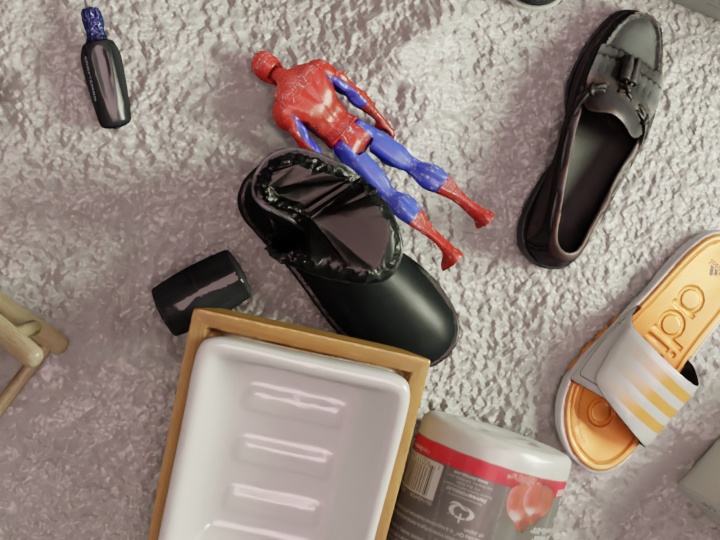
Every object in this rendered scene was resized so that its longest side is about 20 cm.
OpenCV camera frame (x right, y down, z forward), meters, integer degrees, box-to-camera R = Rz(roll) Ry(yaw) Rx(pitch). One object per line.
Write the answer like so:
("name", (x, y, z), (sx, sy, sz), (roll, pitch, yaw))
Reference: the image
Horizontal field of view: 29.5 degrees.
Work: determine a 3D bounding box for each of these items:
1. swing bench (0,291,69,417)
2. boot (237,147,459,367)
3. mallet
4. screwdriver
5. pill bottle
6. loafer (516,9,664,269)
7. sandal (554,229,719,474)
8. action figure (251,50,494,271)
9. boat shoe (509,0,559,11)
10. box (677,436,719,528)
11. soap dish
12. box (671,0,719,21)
("swing bench", (-0.332, 0.068, 0.878), (0.200, 0.130, 0.199), (37, 88, -4))
("boot", (0.000, 0.000, 0.904), (0.200, 0.168, 0.076), (44, 86, -9))
("mallet", (-0.067, 0.078, 0.967), (0.066, 0.041, 0.200), (-36, 102, -2))
("screwdriver", (-0.189, -0.195, 0.930), (0.028, 0.029, 0.201), (-13, 100, -8))
("pill bottle", (0.067, 0.208, 0.955), (0.110, 0.111, 0.201), (17, 90, -10))
("loafer", (0.175, -0.093, 0.980), (0.072, 0.063, 0.201), (23, 89, -10))
("sandal", (0.218, 0.056, 0.996), (0.079, 0.059, 0.207), (36, 87, -9))
("action figure", (0.001, -0.084, 0.961), (0.200, 0.052, 0.065), (42, 81, -4))
("boat shoe", (0.121, -0.286, 0.962), (0.075, 0.060, 0.201), (-9, 94, -8))
("box", (0.357, 0.187, 1.007), (0.200, 0.097, 0.124), (44, 86, -8))
("soap dish", (-0.051, 0.127, 0.919), (0.157, 0.081, 0.201), (12, 109, -3))
("box", (0.353, -0.256, 0.965), (0.199, 0.131, 0.200), (19, 90, -9))
